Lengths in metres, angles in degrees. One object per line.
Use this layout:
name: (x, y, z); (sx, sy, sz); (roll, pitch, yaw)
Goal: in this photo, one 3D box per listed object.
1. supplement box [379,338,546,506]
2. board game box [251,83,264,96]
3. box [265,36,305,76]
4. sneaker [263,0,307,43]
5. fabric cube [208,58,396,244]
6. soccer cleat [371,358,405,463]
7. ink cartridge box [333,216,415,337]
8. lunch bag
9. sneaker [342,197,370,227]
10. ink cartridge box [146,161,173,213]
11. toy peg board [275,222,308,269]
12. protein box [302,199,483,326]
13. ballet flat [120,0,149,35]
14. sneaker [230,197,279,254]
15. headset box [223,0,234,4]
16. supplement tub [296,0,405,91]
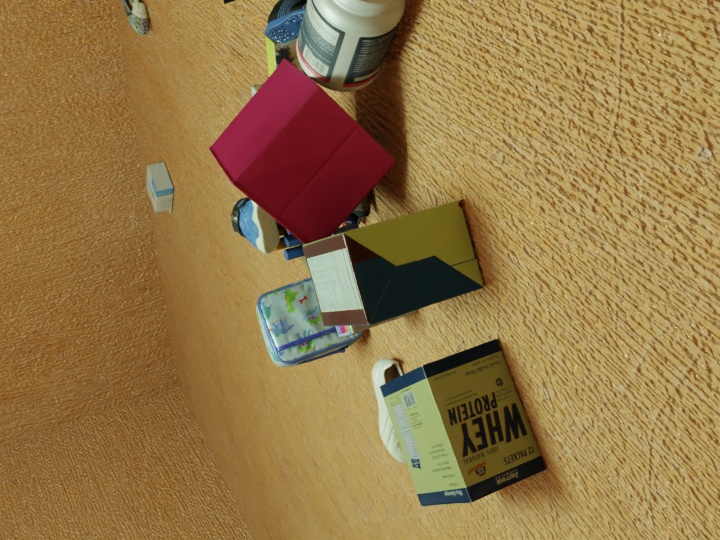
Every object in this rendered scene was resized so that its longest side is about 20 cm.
supplement box: (0.149, 0.237, 1.348); (0.202, 0.133, 0.200); (70, 158, 9)
board game box: (-0.162, -0.256, 1.696); (0.201, 0.034, 0.128); (-124, 28, -45)
box: (-0.137, -0.355, 1.717); (0.050, 0.074, 0.202); (47, 147, 50)
sneaker: (-0.101, -0.461, 1.561); (0.199, 0.070, 0.079); (4, 74, 50)
fabric cube: (-0.098, -0.188, 1.447); (0.200, 0.200, 0.196); (39, -176, -32)
soccer cleat: (0.067, 0.266, 1.669); (0.077, 0.068, 0.203); (-22, 81, 65)
ink cartridge box: (0.000, 0.000, 1.544); (0.076, 0.135, 0.203); (-21, 86, 64)
lunch bag: (-0.101, 0.100, 1.781); (0.083, 0.197, 0.163); (126, 126, -72)
sneaker: (-0.038, -0.110, 1.651); (0.083, 0.076, 0.200); (67, 159, -2)
ink cartridge box: (-0.743, -0.295, 3.266); (0.116, 0.067, 0.200); (66, 158, 19)
toy peg board: (-0.177, -0.123, 1.950); (0.200, 0.097, 0.202); (54, 152, 41)
protein box: (0.044, -0.007, 1.345); (0.200, 0.196, 0.137); (-10, 96, 69)
ballet flat: (-0.721, -0.842, 2.834); (0.202, 0.071, 0.072); (60, 155, 29)
sneaker: (-0.231, -0.136, 1.879); (0.110, 0.077, 0.202); (30, 143, 27)
headset box: (-0.167, -0.573, 1.481); (0.093, 0.197, 0.176); (101, 150, -79)
supplement tub: (-0.013, -0.375, 1.305); (0.142, 0.139, 0.200); (66, 157, 18)
